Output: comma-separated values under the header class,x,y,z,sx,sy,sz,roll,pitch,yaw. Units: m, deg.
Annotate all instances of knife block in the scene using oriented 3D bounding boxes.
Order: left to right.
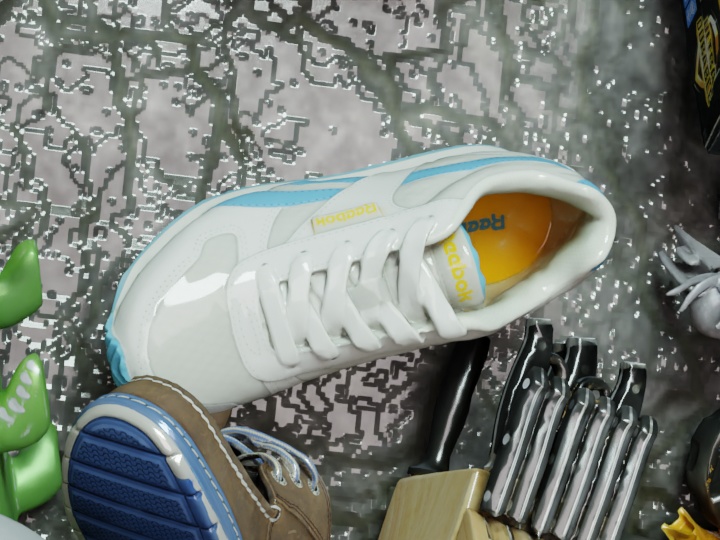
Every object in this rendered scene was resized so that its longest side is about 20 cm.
class,x,y,z,sx,sy,sz,roll,pitch,yaw
knife block,0.041,0.119,0.875,0.064,0.176,0.200,24,118,-19

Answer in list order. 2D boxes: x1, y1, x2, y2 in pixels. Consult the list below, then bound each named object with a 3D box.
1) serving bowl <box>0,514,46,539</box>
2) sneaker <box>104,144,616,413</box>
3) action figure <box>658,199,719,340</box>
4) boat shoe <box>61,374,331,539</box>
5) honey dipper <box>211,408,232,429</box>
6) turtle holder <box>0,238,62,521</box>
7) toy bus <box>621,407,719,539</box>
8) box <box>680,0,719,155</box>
class,x,y,z,sx,sy,sz,roll,pitch,yaw
serving bowl,-0.155,0.174,0.716,0.200,0.066,0.200,-6,105,-23
sneaker,0.000,0.000,0.836,0.200,0.081,0.077,-22,106,-23
action figure,0.208,-0.011,0.905,0.200,0.130,0.069,-16,132,-24
boat shoe,-0.051,0.096,0.824,0.072,0.200,0.072,19,55,26
honey dipper,-0.065,0.073,0.874,0.038,0.038,0.200,25,81,-10
turtle holder,-0.175,0.079,0.814,0.132,0.186,0.141,-6,47,-8
toy bus,0.189,0.163,0.885,0.200,0.136,0.192,-45,110,-12
box,0.227,-0.114,0.904,0.200,0.049,0.160,5,57,-11
